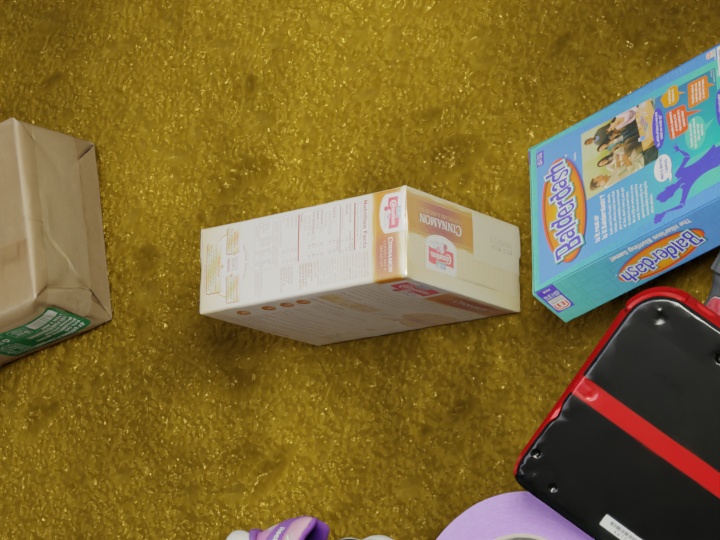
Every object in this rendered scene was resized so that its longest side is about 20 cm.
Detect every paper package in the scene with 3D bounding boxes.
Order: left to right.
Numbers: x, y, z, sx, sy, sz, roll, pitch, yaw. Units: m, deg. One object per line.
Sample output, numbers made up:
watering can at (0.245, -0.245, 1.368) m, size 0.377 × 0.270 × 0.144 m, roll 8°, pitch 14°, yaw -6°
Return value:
paper package at (-0.337, -0.017, 2.065) m, size 0.200 × 0.103 × 0.191 m, roll -21°, pitch 67°, yaw 32°

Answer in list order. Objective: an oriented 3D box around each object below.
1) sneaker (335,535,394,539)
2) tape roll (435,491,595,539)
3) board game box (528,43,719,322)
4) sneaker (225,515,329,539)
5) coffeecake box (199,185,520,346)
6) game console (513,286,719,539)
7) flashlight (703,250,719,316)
sneaker at (0.027, 0.273, 1.634) m, size 0.074 × 0.080 × 0.200 m, roll -50°, pitch 55°, yaw 16°
tape roll at (0.130, 0.264, 1.647) m, size 0.200 × 0.066 × 0.200 m, roll -11°, pitch 72°, yaw 37°
board game box at (0.214, -0.068, 1.646) m, size 0.200 × 0.045 × 0.152 m, roll -28°, pitch 40°, yaw 30°
sneaker at (-0.031, 0.274, 1.770) m, size 0.088 × 0.080 × 0.200 m, roll -30°, pitch 64°, yaw 7°
coffeecake box at (0.000, 0.000, 1.759) m, size 0.200 × 0.153 × 0.073 m, roll -10°, pitch 73°, yaw 36°
game console at (0.231, 0.128, 1.565) m, size 0.200 × 0.031 × 0.177 m, roll 36°, pitch 100°, yaw 10°
flashlight at (0.245, 0.067, 1.604) m, size 0.068 × 0.068 × 0.200 m, roll 31°, pitch 99°, yaw 40°
